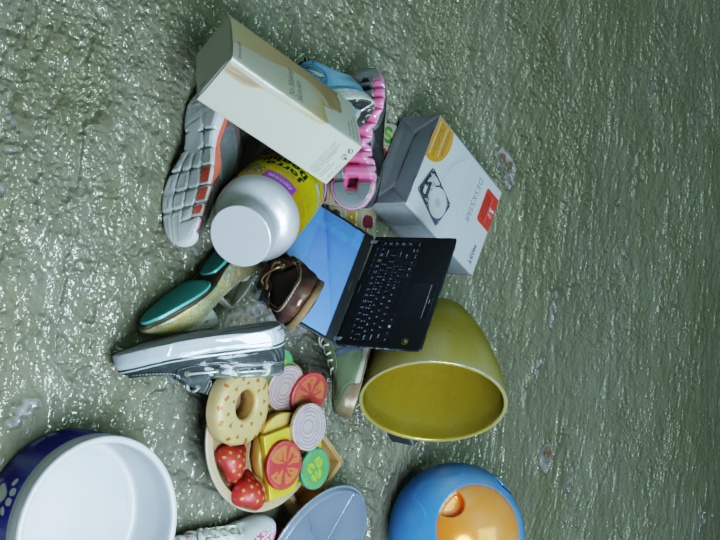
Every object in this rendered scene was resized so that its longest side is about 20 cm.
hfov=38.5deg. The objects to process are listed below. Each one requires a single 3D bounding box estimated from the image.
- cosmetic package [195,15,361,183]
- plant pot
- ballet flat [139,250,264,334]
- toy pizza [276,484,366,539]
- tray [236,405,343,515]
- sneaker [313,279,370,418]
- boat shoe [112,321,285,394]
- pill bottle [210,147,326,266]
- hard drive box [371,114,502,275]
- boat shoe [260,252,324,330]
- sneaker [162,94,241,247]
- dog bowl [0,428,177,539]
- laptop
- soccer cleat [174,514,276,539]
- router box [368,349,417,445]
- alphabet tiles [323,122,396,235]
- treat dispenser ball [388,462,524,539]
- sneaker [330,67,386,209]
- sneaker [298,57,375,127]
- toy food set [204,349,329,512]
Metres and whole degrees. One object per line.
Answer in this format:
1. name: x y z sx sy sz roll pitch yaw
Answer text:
1. cosmetic package: -0.097 -0.202 1.230 0.199 0.071 0.106 31 30 -32
2. plant pot: 0.100 0.122 1.412 0.200 0.198 0.143 43 38 -39
3. ballet flat: -0.182 0.029 1.243 0.200 0.070 0.071 -48 124 -38
4. toy pizza: -0.066 0.375 1.380 0.199 0.032 0.202 -30 132 -39
5. tray: -0.104 0.223 1.357 0.099 0.037 0.201 -53 126 -32
6. sneaker: -0.030 0.097 1.390 0.089 0.067 0.202 17 59 -2
7. boat shoe: -0.181 0.108 1.177 0.197 0.072 0.072 -8 97 -2
8. pill bottle: -0.112 -0.077 1.236 0.200 0.103 0.105 -62 138 -63
9. hard drive box: 0.116 -0.111 1.551 0.200 0.076 0.157 42 61 -43
10. boat shoe: -0.088 0.019 1.217 0.070 0.200 0.071 39 89 -8
11. sneaker: -0.176 -0.119 1.242 0.082 0.076 0.202 27 72 -51
12. dog bowl: -0.300 0.275 1.113 0.199 0.078 0.203 -1 92 -48
13. laptop: 0.000 0.000 1.344 0.104 0.198 0.179 56 46 -46
14. soccer cleat: -0.181 0.342 1.252 0.199 0.069 0.087 -34 116 -41
15. router box: 0.068 0.134 1.529 0.149 0.051 0.201 -45 122 -35
16. alphabet tiles: -0.007 -0.155 1.471 0.165 0.006 0.203 6 87 -48
17. treat dispenser ball: 0.140 0.385 1.508 0.200 0.199 0.204 -2 93 -47
18. sneaker: 0.005 -0.179 1.441 0.095 0.078 0.203 20 77 -68
19. sneaker: -0.082 -0.234 1.352 0.198 0.079 0.091 2 48 -35
20. toy food set: -0.113 0.200 1.286 0.197 0.048 0.203 -14 101 -46
